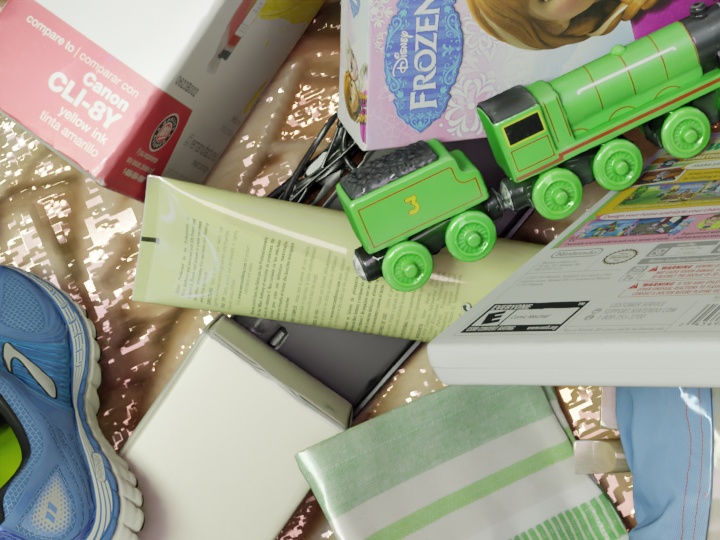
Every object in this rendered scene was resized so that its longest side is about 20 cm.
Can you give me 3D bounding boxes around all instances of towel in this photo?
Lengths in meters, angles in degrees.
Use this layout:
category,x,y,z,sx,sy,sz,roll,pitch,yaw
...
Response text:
category,x,y,z,sx,sy,sz,roll,pitch,yaw
towel,0.073,0.142,0.900,0.023,0.152,0.201,-35,80,47

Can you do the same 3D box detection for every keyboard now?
category,x,y,z,sx,sy,sz,roll,pitch,yaw
keyboard,0.015,-0.032,0.967,0.104,0.040,0.200,40,96,-7

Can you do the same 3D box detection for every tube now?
category,x,y,z,sx,sy,sz,roll,pitch,yaw
tube,0.000,0.000,0.926,0.199,0.052,0.058,8,93,-4

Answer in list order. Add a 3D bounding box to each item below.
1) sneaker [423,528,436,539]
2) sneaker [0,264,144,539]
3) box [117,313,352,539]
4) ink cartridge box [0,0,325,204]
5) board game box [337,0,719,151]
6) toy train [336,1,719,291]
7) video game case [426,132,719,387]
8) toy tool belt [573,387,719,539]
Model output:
category,x,y,z,sx,sy,sz,roll,pitch,yaw
sneaker,0.023,0.171,0.929,0.082,0.070,0.201,-30,80,6
sneaker,-0.160,0.055,0.903,0.079,0.089,0.200,-48,41,13
box,-0.090,0.124,0.935,0.082,0.068,0.200,36,96,-2
ink cartridge box,-0.072,-0.133,0.924,0.083,0.145,0.201,34,91,10
board game box,0.091,-0.157,0.873,0.198,0.041,0.201,-8,119,-16
toy train,0.082,-0.055,0.880,0.199,0.042,0.057,-26,114,-4
video game case,0.150,-0.009,0.798,0.182,0.199,0.022,-38,112,-36
toy tool belt,0.142,0.055,0.897,0.122,0.125,0.201,-2,85,-1
